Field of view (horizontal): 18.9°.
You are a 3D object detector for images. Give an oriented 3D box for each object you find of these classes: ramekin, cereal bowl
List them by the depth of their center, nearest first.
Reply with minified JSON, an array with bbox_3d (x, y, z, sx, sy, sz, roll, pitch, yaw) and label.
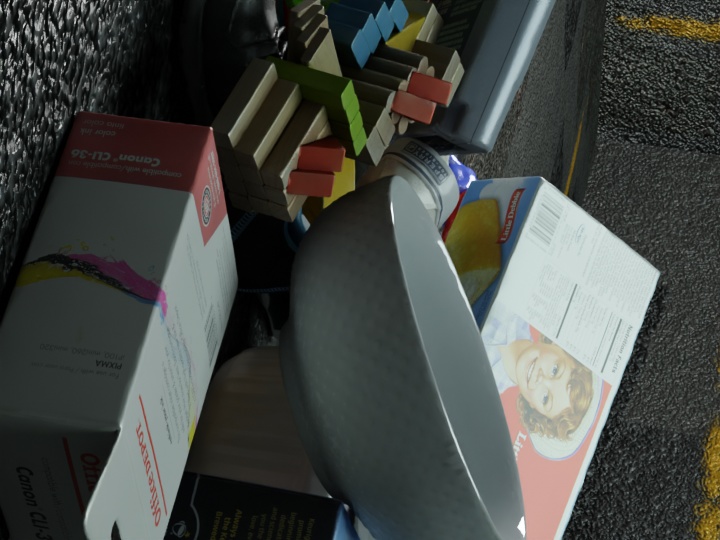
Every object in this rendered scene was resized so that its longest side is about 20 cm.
[{"bbox_3d":[0.014,0.059,1.079,0.200,0.083,0.201,-20,90,-81],"label":"cereal bowl"},{"bbox_3d":[-0.046,0.137,1.301,0.202,0.094,0.204,8,90,-81],"label":"ramekin"}]

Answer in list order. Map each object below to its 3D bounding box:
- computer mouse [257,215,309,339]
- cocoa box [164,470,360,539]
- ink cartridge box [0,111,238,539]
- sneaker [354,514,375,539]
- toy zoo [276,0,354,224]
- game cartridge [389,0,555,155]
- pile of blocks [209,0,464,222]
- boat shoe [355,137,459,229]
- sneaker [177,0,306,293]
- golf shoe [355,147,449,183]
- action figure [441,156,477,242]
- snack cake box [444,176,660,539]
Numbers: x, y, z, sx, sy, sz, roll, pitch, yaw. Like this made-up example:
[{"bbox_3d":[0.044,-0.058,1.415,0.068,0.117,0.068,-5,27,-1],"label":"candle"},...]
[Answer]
[{"bbox_3d":[-0.034,0.015,1.409,0.200,0.044,0.110,77,25,-65],"label":"computer mouse"},{"bbox_3d":[-0.080,0.211,1.058,0.133,0.130,0.201,72,28,-69],"label":"cocoa box"},{"bbox_3d":[-0.111,0.046,0.927,0.117,0.067,0.201,85,15,-52],"label":"ink cartridge box"},{"bbox_3d":[0.044,0.122,1.299,0.071,0.080,0.201,87,16,-55],"label":"sneaker"},{"bbox_3d":[-0.033,-0.109,1.188,0.132,0.020,0.201,-117,-160,-46],"label":"toy zoo"},{"bbox_3d":[0.064,-0.131,1.222,0.134,0.041,0.200,-63,-170,-2],"label":"game cartridge"},{"bbox_3d":[0.004,-0.092,1.053,0.200,0.062,0.083,-45,145,-49],"label":"pile of blocks"},{"bbox_3d":[0.000,0.000,1.271,0.070,0.071,0.200,-43,172,-29],"label":"boat shoe"},{"bbox_3d":[-0.050,-0.085,1.118,0.073,0.081,0.201,-51,147,-65],"label":"sneaker"},{"bbox_3d":[0.017,-0.057,1.462,0.200,0.087,0.078,-15,101,-89],"label":"golf shoe"},{"bbox_3d":[0.089,-0.036,1.480,0.066,0.099,0.200,-60,-163,11],"label":"action figure"},{"bbox_3d":[0.086,0.060,1.256,0.115,0.067,0.201,36,68,-33],"label":"snack cake box"}]
